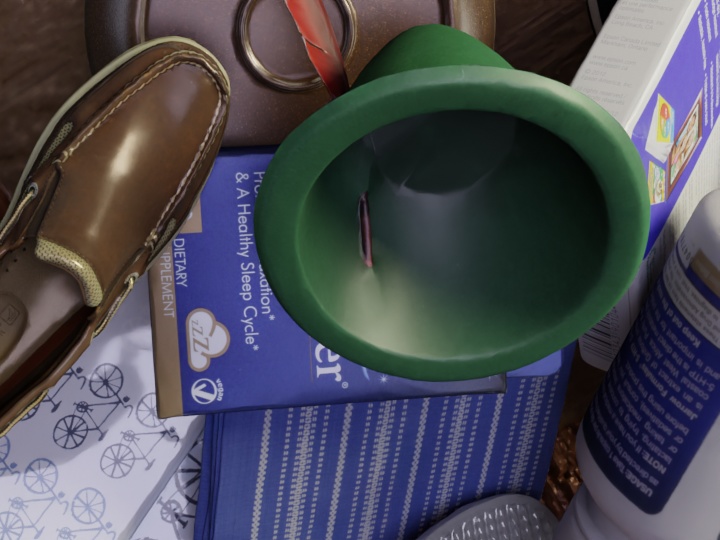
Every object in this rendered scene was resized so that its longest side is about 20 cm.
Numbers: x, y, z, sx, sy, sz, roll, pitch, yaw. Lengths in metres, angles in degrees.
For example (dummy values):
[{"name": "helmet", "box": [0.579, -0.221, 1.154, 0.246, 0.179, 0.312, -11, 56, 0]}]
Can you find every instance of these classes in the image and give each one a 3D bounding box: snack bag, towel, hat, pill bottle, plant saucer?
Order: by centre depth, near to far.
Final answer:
[{"name": "hat", "box": [0.031, -0.080, 0.676, 0.164, 0.177, 0.201, -11, 134, 6]}, {"name": "plant saucer", "box": [-0.031, -0.114, 0.716, 0.198, 0.032, 0.203, -1, 104, -6]}, {"name": "pill bottle", "box": [0.171, 0.074, 0.724, 0.119, 0.120, 0.201, 17, 118, -14]}, {"name": "towel", "box": [0.012, 0.092, 0.798, 0.198, 0.024, 0.146, -5, 125, -20]}, {"name": "snack bag", "box": [-0.097, 0.100, 0.813, 0.199, 0.021, 0.189, 35, 89, -15]}]

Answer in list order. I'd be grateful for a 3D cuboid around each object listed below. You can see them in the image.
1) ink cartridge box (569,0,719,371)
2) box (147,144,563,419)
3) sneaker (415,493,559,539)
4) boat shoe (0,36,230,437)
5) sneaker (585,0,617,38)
[{"name": "ink cartridge box", "box": [0.161, -0.079, 0.761, 0.201, 0.043, 0.199, -56, 151, -25]}, {"name": "box", "box": [0.000, 0.000, 0.709, 0.198, 0.032, 0.123, -4, 98, -7]}, {"name": "sneaker", "box": [0.022, 0.201, 0.826, 0.075, 0.105, 0.200, 46, 70, 0]}, {"name": "boat shoe", "box": [-0.117, -0.007, 0.633, 0.074, 0.075, 0.203, 36, 89, -24]}, {"name": "sneaker", "box": [0.158, -0.180, 0.795, 0.071, 0.083, 0.202, -15, 105, -10]}]
